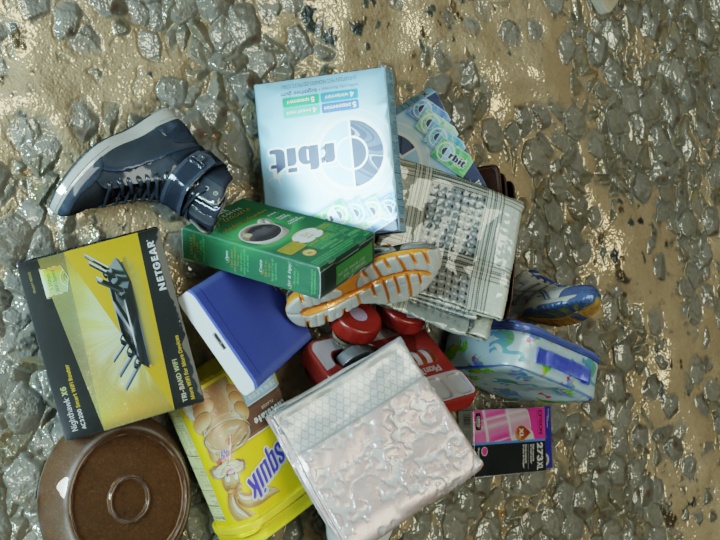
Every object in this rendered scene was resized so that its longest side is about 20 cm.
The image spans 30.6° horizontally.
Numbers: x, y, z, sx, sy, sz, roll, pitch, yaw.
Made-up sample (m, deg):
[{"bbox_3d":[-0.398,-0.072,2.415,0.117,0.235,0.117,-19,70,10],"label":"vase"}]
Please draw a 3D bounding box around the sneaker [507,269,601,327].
[{"bbox_3d":[0.250,0.034,1.846,0.075,0.199,0.089,27,61,-38],"label":"sneaker"}]

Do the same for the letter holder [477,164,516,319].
[{"bbox_3d":[0.172,-0.034,1.820,0.100,0.142,0.201,10,79,-40],"label":"letter holder"}]

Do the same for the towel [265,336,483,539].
[{"bbox_3d":[0.018,0.202,1.547,0.199,0.032,0.192,-29,83,-19],"label":"towel"}]

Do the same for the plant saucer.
[{"bbox_3d":[-0.267,0.258,1.483,0.200,0.034,0.201,4,84,-42],"label":"plant saucer"}]

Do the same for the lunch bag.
[{"bbox_3d":[0.228,0.129,1.842,0.199,0.160,0.083,22,72,-37],"label":"lunch bag"}]

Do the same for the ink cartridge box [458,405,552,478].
[{"bbox_3d":[0.221,0.247,1.910,0.199,0.037,0.095,3,84,-43],"label":"ink cartridge box"}]

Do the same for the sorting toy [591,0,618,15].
[{"bbox_3d":[0.408,-0.556,2.123,0.200,0.069,0.199,53,56,-24],"label":"sorting toy"}]

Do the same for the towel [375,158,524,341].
[{"bbox_3d":[0.105,-0.026,1.670,0.192,0.035,0.201,19,75,-15],"label":"towel"}]

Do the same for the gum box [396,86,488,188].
[{"bbox_3d":[0.049,-0.114,1.716,0.199,0.045,0.170,-32,109,-1],"label":"gum box"}]

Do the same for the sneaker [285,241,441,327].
[{"bbox_3d":[0.000,0.000,1.594,0.077,0.199,0.078,-106,180,-47],"label":"sneaker"}]

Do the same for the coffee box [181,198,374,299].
[{"bbox_3d":[-0.096,-0.029,1.540,0.123,0.199,0.044,-34,132,-51],"label":"coffee box"}]

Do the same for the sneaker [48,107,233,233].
[{"bbox_3d":[-0.235,-0.087,1.478,0.146,0.077,0.202,44,53,8],"label":"sneaker"}]

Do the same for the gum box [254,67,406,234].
[{"bbox_3d":[-0.037,-0.139,1.627,0.045,0.169,0.201,1,83,-75],"label":"gum box"}]

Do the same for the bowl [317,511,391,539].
[{"bbox_3d":[0.005,0.280,1.652,0.090,0.201,0.202,21,65,9],"label":"bowl"}]

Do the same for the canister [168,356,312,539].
[{"bbox_3d":[-0.139,0.204,1.564,0.148,0.086,0.201,-32,105,-41],"label":"canister"}]

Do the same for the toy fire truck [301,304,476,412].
[{"bbox_3d":[0.034,0.123,1.651,0.199,0.112,0.168,-10,49,-42],"label":"toy fire truck"}]

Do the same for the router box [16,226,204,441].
[{"bbox_3d":[-0.272,0.067,1.437,0.156,0.052,0.201,-16,96,-12],"label":"router box"}]

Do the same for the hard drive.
[{"bbox_3d":[-0.131,0.057,1.537,0.132,0.025,0.200,55,20,-2],"label":"hard drive"}]
